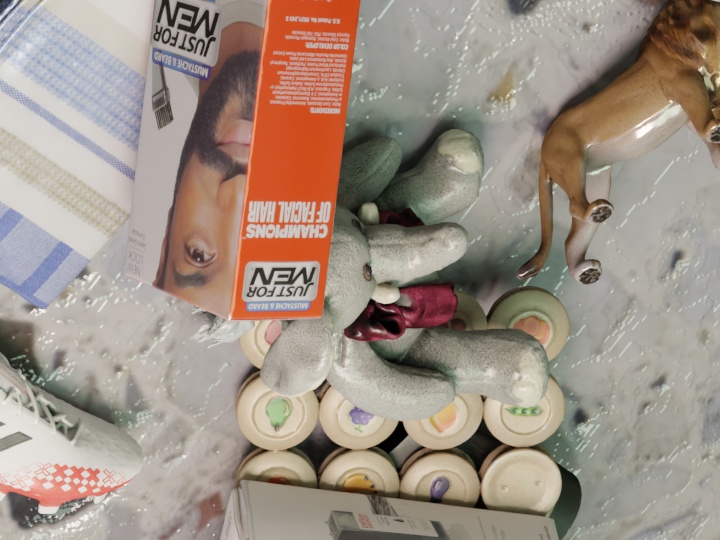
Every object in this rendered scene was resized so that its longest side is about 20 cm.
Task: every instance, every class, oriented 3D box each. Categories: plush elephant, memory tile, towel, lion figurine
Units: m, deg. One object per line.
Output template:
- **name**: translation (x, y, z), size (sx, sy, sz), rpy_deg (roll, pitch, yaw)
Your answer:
- **plush elephant**: translation (0.000, 0.000, 1.572), size (0.199, 0.155, 0.166), rpy_deg (-9, 80, -3)
- **memory tile**: translation (0.024, 0.082, 1.691), size (0.199, 0.017, 0.154), rpy_deg (0, 111, -9)
- **towel**: translation (-0.159, -0.085, 1.535), size (0.147, 0.024, 0.200), rpy_deg (34, 102, -37)
- **lion figurine**: translation (0.158, -0.086, 1.651), size (0.199, 0.123, 0.072), rpy_deg (-31, 140, 14)

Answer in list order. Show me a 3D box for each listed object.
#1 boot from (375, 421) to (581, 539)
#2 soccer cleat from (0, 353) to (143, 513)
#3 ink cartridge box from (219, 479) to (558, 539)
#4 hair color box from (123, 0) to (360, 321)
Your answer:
- **boot**: translation (0.023, 0.172, 1.769), size (0.138, 0.077, 0.200), rpy_deg (33, 98, -27)
- **soccer cleat**: translation (-0.204, 0.078, 1.590), size (0.199, 0.069, 0.085), rpy_deg (13, 118, -27)
- **ink cartridge box**: translation (0.010, 0.214, 1.696), size (0.199, 0.085, 0.146), rpy_deg (8, 117, -10)
- **hair color box**: translation (-0.061, -0.083, 1.483), size (0.064, 0.111, 0.201), rpy_deg (-2, 103, -36)
